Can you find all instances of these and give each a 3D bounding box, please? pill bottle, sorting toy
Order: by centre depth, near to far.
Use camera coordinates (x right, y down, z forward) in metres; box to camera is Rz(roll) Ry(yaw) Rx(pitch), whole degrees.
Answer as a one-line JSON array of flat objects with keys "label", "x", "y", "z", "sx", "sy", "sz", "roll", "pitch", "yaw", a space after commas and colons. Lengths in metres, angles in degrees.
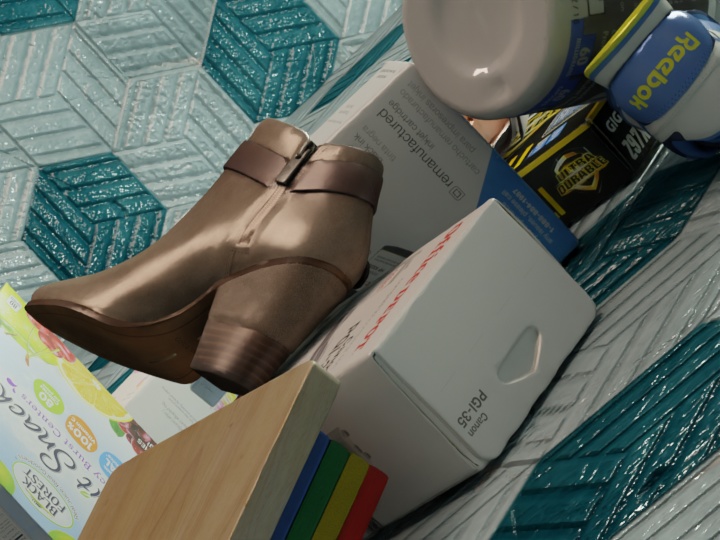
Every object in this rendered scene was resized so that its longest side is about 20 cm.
[{"label": "sorting toy", "x": -0.083, "y": 0.165, "z": 1.308, "sx": 0.199, "sy": 0.070, "sz": 0.200, "roll": -30, "pitch": 29, "yaw": 51}, {"label": "pill bottle", "x": 0.128, "y": -0.151, "z": 1.569, "sx": 0.200, "sy": 0.114, "sz": 0.114, "roll": -13, "pitch": -17, "yaw": -46}]

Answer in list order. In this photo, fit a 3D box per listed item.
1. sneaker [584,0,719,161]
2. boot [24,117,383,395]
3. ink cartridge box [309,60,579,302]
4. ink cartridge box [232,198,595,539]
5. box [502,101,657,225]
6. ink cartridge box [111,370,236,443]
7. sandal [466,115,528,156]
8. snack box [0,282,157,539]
[{"label": "sneaker", "x": 0.179, "y": -0.094, "z": 1.490, "sx": 0.074, "sy": 0.082, "sz": 0.200, "roll": -54, "pitch": -14, "yaw": 12}, {"label": "boot", "x": -0.077, "y": -0.014, "z": 1.491, "sx": 0.200, "sy": 0.070, "sz": 0.146, "roll": 16, "pitch": 72, "yaw": 38}, {"label": "ink cartridge box", "x": 0.000, "y": 0.000, "z": 1.583, "sx": 0.200, "sy": 0.145, "sz": 0.084, "roll": -44, "pitch": 9, "yaw": -3}, {"label": "ink cartridge box", "x": 0.007, "y": 0.067, "z": 1.418, "sx": 0.200, "sy": 0.083, "sz": 0.147, "roll": -36, "pitch": 10, "yaw": 45}, {"label": "box", "x": 0.113, "y": -0.065, "z": 1.720, "sx": 0.200, "sy": 0.049, "sz": 0.160, "roll": -37, "pitch": 12, "yaw": 39}, {"label": "ink cartridge box", "x": -0.122, "y": 0.080, "z": 2.054, "sx": 0.200, "sy": 0.067, "sz": 0.117, "roll": -47, "pitch": 8, "yaw": -24}, {"label": "sandal", "x": 0.067, "y": -0.095, "z": 1.691, "sx": 0.059, "sy": 0.079, "sz": 0.207, "roll": -34, "pitch": 20, "yaw": 41}, {"label": "snack box", "x": -0.191, "y": 0.127, "z": 1.665, "sx": 0.068, "sy": 0.200, "sz": 0.169, "roll": -40, "pitch": 8, "yaw": 24}]
